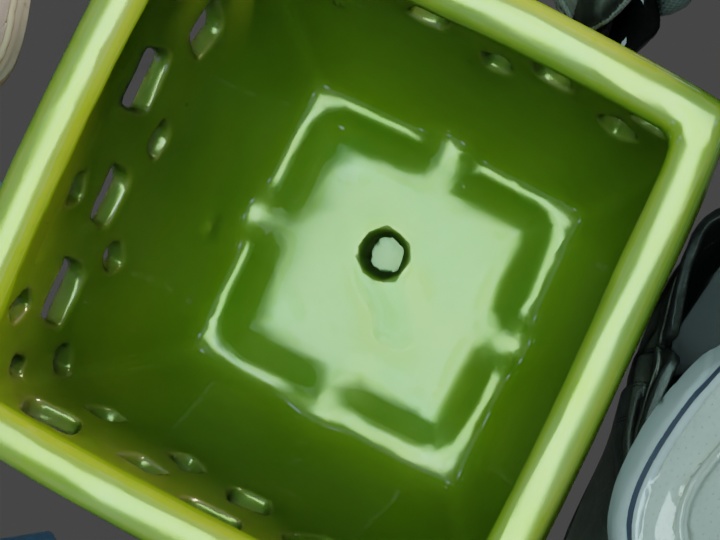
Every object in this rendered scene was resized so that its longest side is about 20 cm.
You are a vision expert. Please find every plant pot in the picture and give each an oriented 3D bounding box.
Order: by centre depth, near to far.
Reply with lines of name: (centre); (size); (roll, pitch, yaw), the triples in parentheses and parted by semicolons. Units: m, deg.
plant pot: (0.000, 0.000, 0.979); (0.198, 0.181, 0.201); (26, 93, 10)

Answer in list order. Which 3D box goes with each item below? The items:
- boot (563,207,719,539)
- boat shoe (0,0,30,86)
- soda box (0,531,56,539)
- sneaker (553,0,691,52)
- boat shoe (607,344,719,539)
boot: (0.100, 0.077, 0.986); (0.067, 0.131, 0.201); (14, 90, 10)
boat shoe: (-0.148, -0.162, 1.065); (0.073, 0.069, 0.201); (0, 88, 9)
soda box: (-0.137, 0.134, 0.986); (0.064, 0.200, 0.068); (-32, 83, 7)
sneaker: (0.049, -0.119, 0.996); (0.199, 0.075, 0.116); (-13, 92, 47)
boat shoe: (0.164, 0.037, 0.895); (0.200, 0.070, 0.071); (-33, 103, -10)
